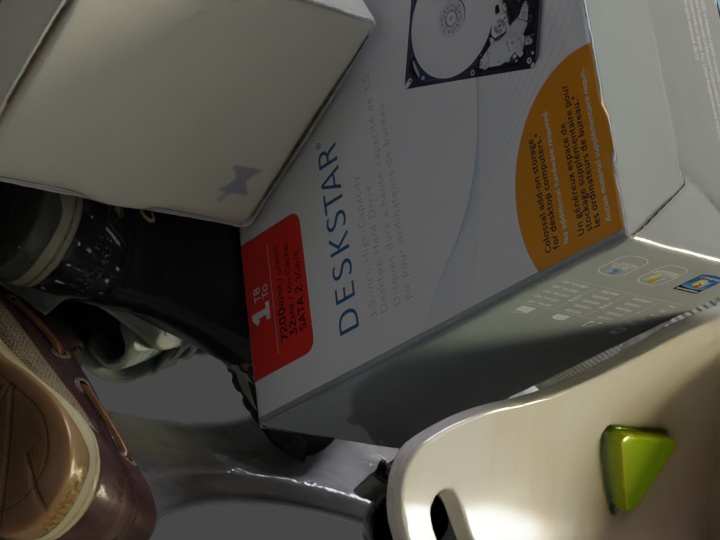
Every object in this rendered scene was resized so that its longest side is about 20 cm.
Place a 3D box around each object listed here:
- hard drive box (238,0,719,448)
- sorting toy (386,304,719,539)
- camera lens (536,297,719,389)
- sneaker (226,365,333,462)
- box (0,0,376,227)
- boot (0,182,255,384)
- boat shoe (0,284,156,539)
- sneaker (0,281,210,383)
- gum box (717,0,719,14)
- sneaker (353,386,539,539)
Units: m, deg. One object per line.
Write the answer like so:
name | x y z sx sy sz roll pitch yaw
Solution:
hard drive box | 0.043 -0.039 0.789 0.077 0.200 0.156 11 61 -38
sorting toy | 0.093 0.116 0.731 0.180 0.201 0.107 2 -19 -34
camera lens | 0.165 0.039 1.019 0.160 0.160 0.200 8 21 -38
sneaker | 0.000 0.000 0.960 0.074 0.079 0.200 47 46 -25
box | -0.101 -0.130 0.824 0.128 0.109 0.200 10 38 -37
boot | -0.091 -0.035 0.896 0.153 0.074 0.204 28 26 -27
boat shoe | -0.141 0.044 0.809 0.072 0.072 0.200 27 7 -45
sneaker | -0.095 0.019 0.956 0.200 0.070 0.080 13 41 -37
gum box | 0.105 -0.089 1.114 0.199 0.170 0.045 -5 39 24
sneaker | 0.036 0.087 0.860 0.082 0.075 0.200 18 18 -16
